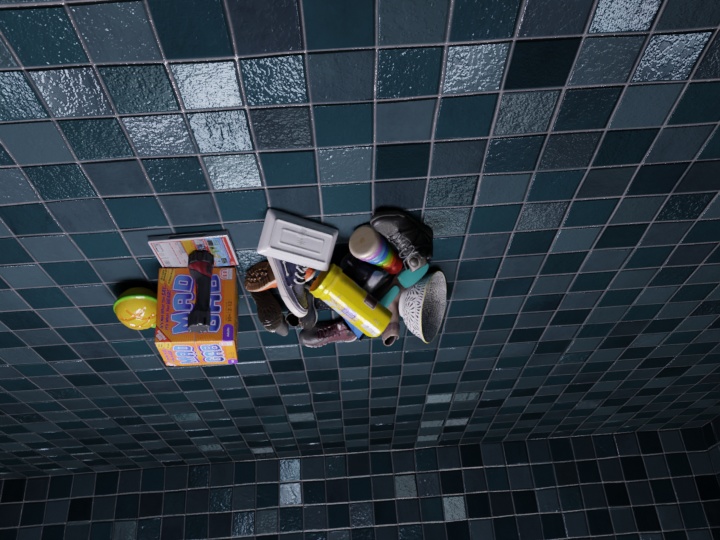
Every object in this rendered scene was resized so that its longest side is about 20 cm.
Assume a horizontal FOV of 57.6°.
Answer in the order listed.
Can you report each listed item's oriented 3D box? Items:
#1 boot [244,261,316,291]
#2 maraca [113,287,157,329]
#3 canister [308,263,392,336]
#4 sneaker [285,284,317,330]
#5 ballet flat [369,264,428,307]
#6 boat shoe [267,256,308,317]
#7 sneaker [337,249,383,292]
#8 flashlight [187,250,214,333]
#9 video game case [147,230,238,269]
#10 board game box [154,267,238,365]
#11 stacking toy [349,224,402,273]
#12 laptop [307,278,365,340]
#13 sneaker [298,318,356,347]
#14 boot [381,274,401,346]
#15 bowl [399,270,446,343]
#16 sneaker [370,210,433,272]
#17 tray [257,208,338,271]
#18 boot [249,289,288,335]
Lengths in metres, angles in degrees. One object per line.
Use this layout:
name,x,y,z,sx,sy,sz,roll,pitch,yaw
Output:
boot,-0.214,0.017,1.746,0.197,0.077,0.107,-20,152,23
maraca,-0.609,0.115,1.818,0.134,0.109,0.201,-1,151,-7
canister,-0.024,0.080,1.681,0.199,0.087,0.148,39,168,-10
sneaker,-0.178,0.136,1.895,0.073,0.107,0.202,16,145,12
ballet flat,0.096,0.029,1.792,0.200,0.073,0.073,-43,149,-7
boat shoe,-0.159,0.007,1.619,0.092,0.203,0.074,-27,176,26
sneaker,0.000,0.000,1.743,0.113,0.076,0.200,38,179,0
flashlight,-0.397,0.054,1.610,0.066,0.204,0.068,3,152,-11
video game case,-0.417,-0.048,1.652,0.195,0.018,0.144,-4,150,0
board game box,-0.429,0.126,1.750,0.195,0.204,0.201,-1,156,-8
stacking toy,0.049,-0.041,1.678,0.084,0.087,0.200,-17,153,22
laptop,-0.069,0.117,1.905,0.195,0.105,0.178,6,149,-18
sneaker,-0.091,0.182,2.041,0.195,0.077,0.116,-7,160,-17
boot,0.092,0.122,1.891,0.068,0.149,0.201,0,150,-4
bowl,0.167,0.095,1.853,0.092,0.204,0.201,10,158,25
sneaker,0.108,-0.071,1.593,0.197,0.116,0.076,25,138,-38
tray,-0.144,-0.070,1.571,0.197,0.110,0.022,15,180,-32
boot,-0.247,0.137,1.858,0.071,0.184,0.202,-20,145,-7
